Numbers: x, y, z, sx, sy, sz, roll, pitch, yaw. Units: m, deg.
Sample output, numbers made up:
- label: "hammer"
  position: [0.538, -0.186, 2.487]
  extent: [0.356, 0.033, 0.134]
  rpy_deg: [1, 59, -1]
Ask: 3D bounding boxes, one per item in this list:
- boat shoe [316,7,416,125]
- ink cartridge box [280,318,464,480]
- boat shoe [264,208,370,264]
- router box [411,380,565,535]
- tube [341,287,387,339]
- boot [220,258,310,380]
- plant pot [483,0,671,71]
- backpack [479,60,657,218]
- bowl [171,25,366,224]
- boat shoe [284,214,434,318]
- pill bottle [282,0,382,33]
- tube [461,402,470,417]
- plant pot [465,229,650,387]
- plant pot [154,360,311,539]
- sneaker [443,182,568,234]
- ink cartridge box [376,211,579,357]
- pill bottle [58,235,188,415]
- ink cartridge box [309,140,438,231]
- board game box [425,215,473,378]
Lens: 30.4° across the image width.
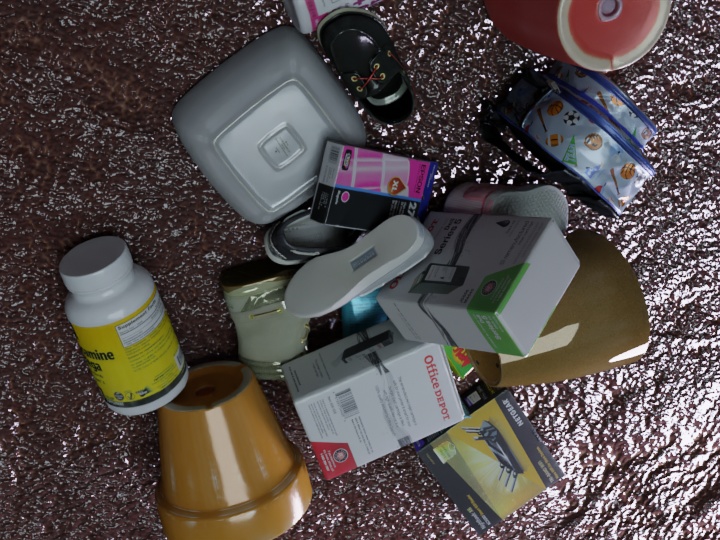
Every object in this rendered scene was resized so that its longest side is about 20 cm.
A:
- label: "boat shoe"
  position: [0.012, -0.233, 1.514]
  extent: [0.073, 0.064, 0.201]
  rpy_deg: [-27, 153, 11]
- label: "ink cartridge box"
  position: [0.017, 0.156, 1.692]
  extent: [0.198, 0.084, 0.145]
  rpy_deg: [-22, 126, -3]
- label: "boat shoe"
  position: [-0.020, -0.054, 1.630]
  extent: [0.198, 0.060, 0.075]
  rpy_deg: [-9, 81, -23]
- label: "router box"
  position: [0.181, 0.263, 1.894]
  extent: [0.156, 0.052, 0.201]
  rpy_deg: [-35, 122, 2]
- label: "tube"
  position: [0.005, 0.074, 1.741]
  extent: [0.076, 0.050, 0.203]
  rpy_deg: [-7, 112, -21]
- label: "boot"
  position: [-0.070, 0.058, 1.689]
  extent: [0.197, 0.072, 0.156]
  rpy_deg: [-10, 119, -5]
- label: "plant pot"
  position: [0.256, -0.327, 1.532]
  extent: [0.198, 0.178, 0.203]
  rpy_deg: [-7, 119, -13]
- label: "backpack"
  position: [0.274, -0.158, 1.617]
  extent: [0.199, 0.191, 0.155]
  rpy_deg: [29, 109, -30]
- label: "bowl"
  position: [-0.100, -0.158, 1.565]
  extent: [0.199, 0.075, 0.201]
  rpy_deg: [-36, 124, 3]
- label: "boat shoe"
  position: [0.000, 0.000, 1.595]
  extent: [0.199, 0.073, 0.068]
  rpy_deg: [-36, 149, 17]
- label: "pill bottle"
  position: [0.003, -0.352, 1.470]
  extent: [0.198, 0.114, 0.114]
  rpy_deg: [-24, 122, -4]
- label: "tube"
  position: [0.046, 0.205, 1.803]
  extent: [0.197, 0.078, 0.051]
  rpy_deg: [-14, 118, -6]
- label: "plant pot"
  position: [0.238, 0.071, 1.707]
  extent: [0.198, 0.186, 0.188]
  rpy_deg: [-23, 123, -21]
- label: "plant pot"
  position: [-0.175, 0.224, 1.677]
  extent: [0.198, 0.200, 0.185]
  rpy_deg: [-16, 113, -10]
- label: "sneaker"
  position: [0.184, -0.078, 1.710]
  extent: [0.199, 0.104, 0.076]
  rpy_deg: [0, 96, -51]
- label: "ink cartridge box"
  position: [0.137, 0.013, 1.577]
  extent: [0.084, 0.199, 0.146]
  rpy_deg: [51, 60, -34]
- label: "pill bottle"
  position: [-0.288, 0.065, 1.597]
  extent: [0.111, 0.113, 0.202]
  rpy_deg: [-21, 121, -6]
- label: "ink cartridge box"
  position: [0.027, -0.094, 1.595]
  extent: [0.199, 0.037, 0.096]
  rpy_deg: [5, 101, -48]
- label: "board game box"
  position: [0.113, 0.036, 1.741]
  extent: [0.101, 0.048, 0.201]
  rpy_deg: [-42, 122, -9]
